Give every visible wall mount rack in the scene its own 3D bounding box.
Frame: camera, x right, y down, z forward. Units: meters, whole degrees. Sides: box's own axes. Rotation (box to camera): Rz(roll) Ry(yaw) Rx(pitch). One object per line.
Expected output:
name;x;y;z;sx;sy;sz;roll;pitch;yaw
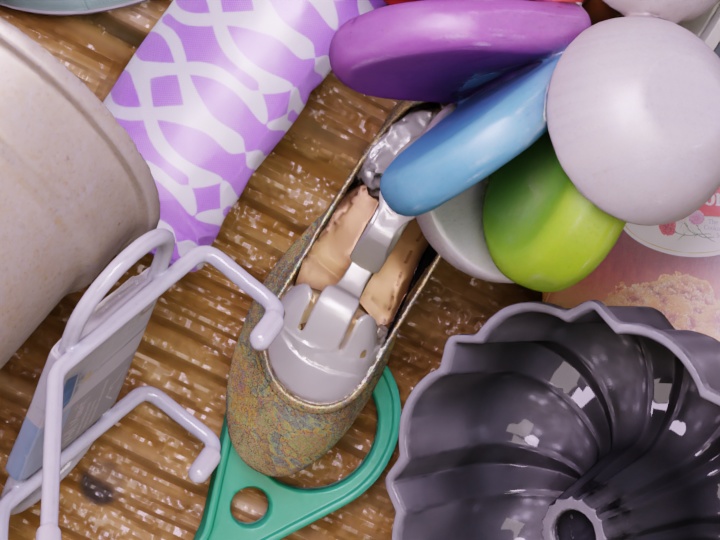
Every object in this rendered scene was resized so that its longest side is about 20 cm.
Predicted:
wall mount rack;-0.113;0.080;1.159;0.074;0.200;0.174;39;52;10

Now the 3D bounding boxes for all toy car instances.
toy car;0.060;-0.095;1.120;0.149;0.175;0.202;13;74;-25

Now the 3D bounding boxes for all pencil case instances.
pencil case;-0.049;-0.090;1.211;0.200;0.084;0.085;-53;138;3

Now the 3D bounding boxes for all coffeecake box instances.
coffeecake box;0.162;0.041;1.230;0.073;0.153;0.202;-13;105;-53

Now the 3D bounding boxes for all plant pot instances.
plant pot;-0.212;-0.001;1.105;0.200;0.200;0.184;37;67;-13

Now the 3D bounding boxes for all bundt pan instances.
bundt pan;0.111;0.107;1.184;0.076;0.201;0.204;-12;105;-52

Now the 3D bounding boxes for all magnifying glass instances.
magnifying glass;-0.057;0.115;1.274;0.079;0.022;0.200;37;90;-13

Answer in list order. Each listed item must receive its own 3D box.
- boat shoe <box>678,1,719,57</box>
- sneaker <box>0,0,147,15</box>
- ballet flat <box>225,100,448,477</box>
boat shoe;0.170;-0.129;1.169;0.061;0.073;0.201;19;113;-30
sneaker;-0.155;-0.146;1.163;0.199;0.118;0.074;5;97;-12
ballet flat;0.000;0.000;1.228;0.070;0.071;0.201;32;85;-13
